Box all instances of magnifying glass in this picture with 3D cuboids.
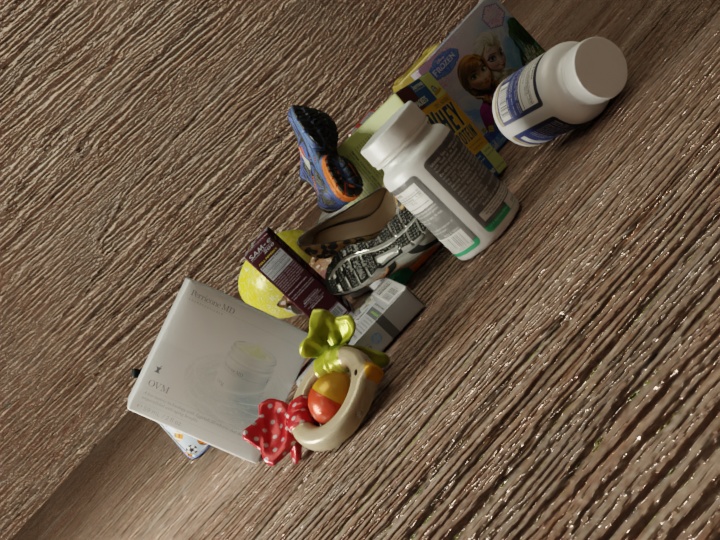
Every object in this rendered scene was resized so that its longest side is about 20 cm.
[{"bbox_3d":[0.062,0.012,1.364,0.200,0.022,0.080,-48,10,3],"label":"magnifying glass"}]

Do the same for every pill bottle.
[{"bbox_3d":[0.103,-0.119,1.168,0.113,0.200,0.113,-44,10,10],"label":"pill bottle"},{"bbox_3d":[0.273,-0.246,1.223,0.111,0.111,0.200,-49,10,-17],"label":"pill bottle"}]

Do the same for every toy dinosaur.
[{"bbox_3d":[-0.065,0.003,1.688,0.200,0.086,0.136,-52,6,34],"label":"toy dinosaur"}]

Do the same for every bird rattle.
[{"bbox_3d":[-0.049,0.149,1.061,0.200,0.113,0.163,-52,27,-12],"label":"bird rattle"}]

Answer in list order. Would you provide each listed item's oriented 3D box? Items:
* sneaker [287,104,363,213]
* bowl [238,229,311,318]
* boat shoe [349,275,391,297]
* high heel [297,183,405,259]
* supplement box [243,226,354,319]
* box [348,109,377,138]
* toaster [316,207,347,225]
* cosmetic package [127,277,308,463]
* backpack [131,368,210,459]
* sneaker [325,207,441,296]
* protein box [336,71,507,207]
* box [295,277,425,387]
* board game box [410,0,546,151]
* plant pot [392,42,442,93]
[{"bbox_3d":[-0.070,-0.173,1.362,0.075,0.201,0.078,2,-36,-41],"label":"sneaker"},{"bbox_3d":[-0.139,0.029,1.823,0.200,0.200,0.108,-46,52,1],"label":"bowl"},{"bbox_3d":[0.000,0.000,1.529,0.070,0.066,0.200,-48,10,-11],"label":"boat shoe"},{"bbox_3d":[0.001,-0.081,1.320,0.142,0.072,0.200,-5,-30,-42],"label":"high heel"},{"bbox_3d":[-0.103,0.018,1.496,0.061,0.200,0.109,-46,9,3],"label":"supplement box"},{"bbox_3d":[0.088,-0.202,1.548,0.103,0.199,0.095,-57,-26,-46],"label":"box"},{"bbox_3d":[-0.009,-0.115,1.906,0.129,0.114,0.200,-37,11,33],"label":"toaster"},{"bbox_3d":[-0.203,0.141,1.289,0.201,0.199,0.123,-66,13,-6],"label":"cosmetic package"},{"bbox_3d":[-0.271,0.207,1.534,0.190,0.200,0.154,-40,14,-3],"label":"backpack"},{"bbox_3d":[0.037,-0.016,1.323,0.200,0.080,0.074,-31,58,20],"label":"sneaker"},{"bbox_3d":[0.081,-0.164,1.410,0.200,0.199,0.135,-39,3,38],"label":"protein box"},{"bbox_3d":[-0.006,0.099,1.230,0.200,0.041,0.156,-46,8,-4],"label":"box"},{"bbox_3d":[0.225,-0.341,1.554,0.200,0.199,0.041,-49,10,-9],"label":"board game box"},{"bbox_3d":[0.172,-0.332,1.746,0.194,0.200,0.196,-45,10,6],"label":"plant pot"}]
